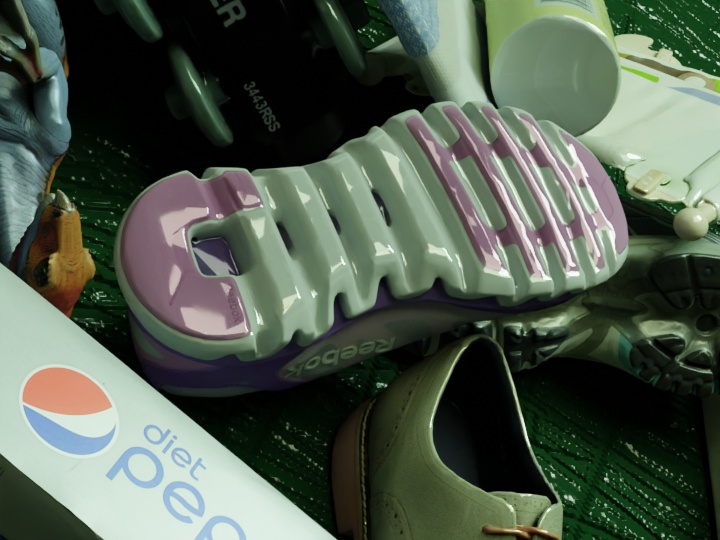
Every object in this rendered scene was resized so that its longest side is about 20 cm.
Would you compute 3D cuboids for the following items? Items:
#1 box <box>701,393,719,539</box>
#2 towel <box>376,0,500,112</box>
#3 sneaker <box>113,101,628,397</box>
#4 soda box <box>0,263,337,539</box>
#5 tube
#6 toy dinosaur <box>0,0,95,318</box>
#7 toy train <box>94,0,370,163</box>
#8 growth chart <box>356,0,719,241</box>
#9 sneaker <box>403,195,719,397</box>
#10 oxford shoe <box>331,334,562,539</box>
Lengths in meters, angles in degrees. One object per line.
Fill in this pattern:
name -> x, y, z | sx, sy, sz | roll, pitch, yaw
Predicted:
box -> 0.200, 0.067, 0.939 | 0.094, 0.078, 0.201 | 21, 44, -22
towel -> -0.001, -0.142, 0.871 | 0.201, 0.024, 0.147 | 57, 14, -24
sneaker -> 0.000, 0.000, 0.814 | 0.199, 0.089, 0.081 | -11, 64, -24
soda box -> -0.077, 0.083, 0.710 | 0.200, 0.068, 0.064 | 39, 41, -2
tube -> 0.078, -0.109, 0.954 | 0.051, 0.058, 0.200 | -8, 23, 5
toy dinosaur -> -0.115, -0.064, 0.797 | 0.199, 0.105, 0.182 | -11, 72, -51
toy train -> -0.064, -0.134, 0.847 | 0.201, 0.085, 0.114 | 59, 6, -32
growth chart -> 0.099, -0.073, 0.964 | 0.199, 0.018, 0.144 | 27, 32, 32
sneaker -> 0.071, -0.001, 0.920 | 0.199, 0.078, 0.086 | 17, 16, -16
oxford shoe -> 0.036, 0.111, 0.770 | 0.070, 0.074, 0.201 | 11, 48, -31
